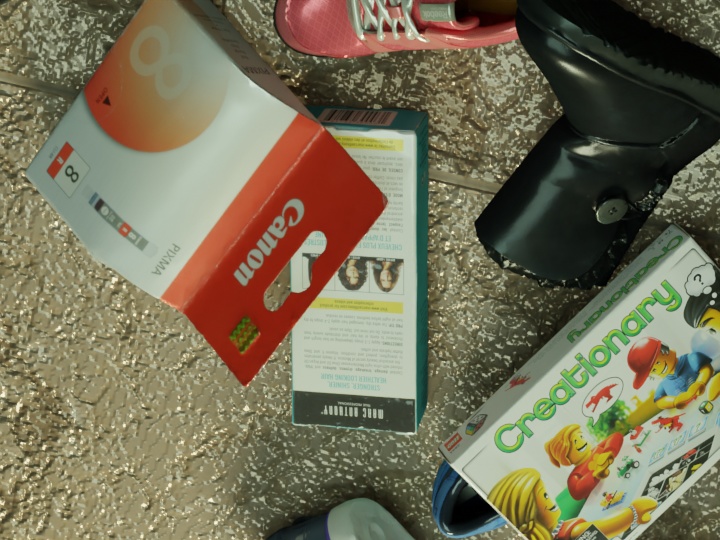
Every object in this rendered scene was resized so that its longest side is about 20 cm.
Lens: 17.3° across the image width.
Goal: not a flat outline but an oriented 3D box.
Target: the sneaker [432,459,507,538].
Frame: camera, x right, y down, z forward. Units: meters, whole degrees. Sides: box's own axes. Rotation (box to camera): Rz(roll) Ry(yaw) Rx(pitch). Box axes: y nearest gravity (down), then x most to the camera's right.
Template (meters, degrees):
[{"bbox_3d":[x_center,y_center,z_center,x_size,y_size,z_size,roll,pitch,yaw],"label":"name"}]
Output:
[{"bbox_3d":[0.125,0.102,1.481,0.200,0.078,0.066,-41,95,20],"label":"sneaker"}]

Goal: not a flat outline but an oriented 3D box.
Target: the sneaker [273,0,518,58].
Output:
[{"bbox_3d":[0.039,-0.164,1.398,0.200,0.087,0.074,-8,106,14],"label":"sneaker"}]

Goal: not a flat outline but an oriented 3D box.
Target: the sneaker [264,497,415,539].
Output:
[{"bbox_3d":[0.000,0.252,1.564,0.146,0.081,0.200,-33,103,28],"label":"sneaker"}]

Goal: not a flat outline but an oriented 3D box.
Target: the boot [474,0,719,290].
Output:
[{"bbox_3d":[0.122,-0.070,1.377,0.168,0.200,0.076,-51,49,20],"label":"boot"}]

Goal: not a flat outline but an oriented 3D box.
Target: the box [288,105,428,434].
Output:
[{"bbox_3d":[0.000,0.000,1.484,0.082,0.049,0.200,4,110,11],"label":"box"}]

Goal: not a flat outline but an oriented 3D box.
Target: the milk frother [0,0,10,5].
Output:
[{"bbox_3d":[-0.222,-0.261,1.358,0.188,0.200,0.181,33,116,-1],"label":"milk frother"}]

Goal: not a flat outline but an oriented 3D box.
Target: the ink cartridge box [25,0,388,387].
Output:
[{"bbox_3d":[-0.099,-0.051,1.444,0.200,0.050,0.162,49,115,25],"label":"ink cartridge box"}]

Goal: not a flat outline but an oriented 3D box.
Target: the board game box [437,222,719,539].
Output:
[{"bbox_3d":[0.161,0.084,1.441,0.200,0.035,0.126,-44,112,2],"label":"board game box"}]
